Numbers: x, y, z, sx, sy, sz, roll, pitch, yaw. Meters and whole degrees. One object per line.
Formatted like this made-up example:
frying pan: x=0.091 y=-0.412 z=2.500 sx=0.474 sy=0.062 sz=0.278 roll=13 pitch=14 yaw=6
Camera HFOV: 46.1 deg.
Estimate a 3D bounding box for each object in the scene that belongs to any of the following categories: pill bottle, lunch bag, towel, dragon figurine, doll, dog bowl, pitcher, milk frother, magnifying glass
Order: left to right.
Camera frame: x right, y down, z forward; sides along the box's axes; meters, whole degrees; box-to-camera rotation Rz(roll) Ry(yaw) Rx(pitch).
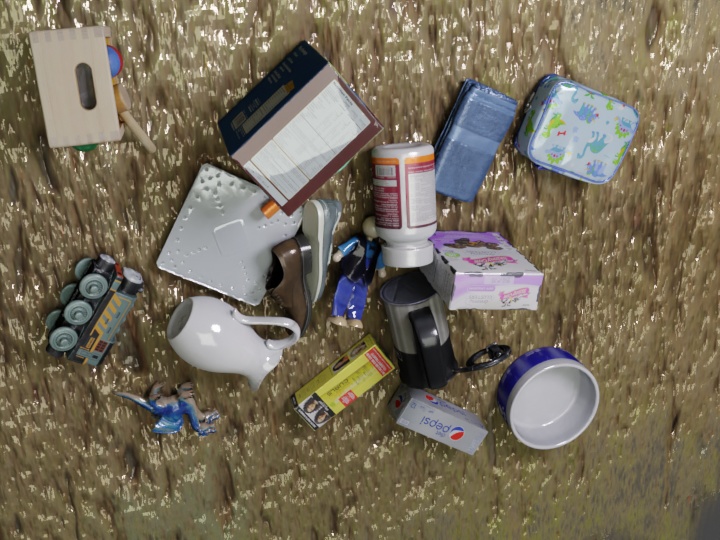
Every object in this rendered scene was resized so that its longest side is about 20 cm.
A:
dragon figurine: x=-0.354 y=0.261 z=1.549 sx=0.197 sy=0.059 sz=0.101 roll=0 pitch=113 yaw=-17
pitcher: x=-0.220 y=0.112 z=1.481 sx=0.199 sy=0.122 sz=0.171 roll=32 pitch=119 yaw=-31
magnifying glass: x=-0.087 y=-0.159 z=1.431 sx=0.199 sy=0.022 sz=0.080 roll=-39 pitch=153 yaw=-2
doll: x=0.000 y=0.000 z=1.525 sx=0.135 sy=0.048 sz=0.203 roll=11 pitch=95 yaw=-43
pill bottle: x=0.077 y=-0.114 z=1.459 sx=0.108 sy=0.110 sz=0.203 roll=-6 pitch=104 yaw=-12
milk frother: x=0.160 y=0.106 z=1.566 sx=0.198 sy=0.180 sz=0.190 roll=-24 pitch=119 yaw=-18
towel: x=0.192 y=-0.226 z=1.494 sx=0.110 sy=0.049 sz=0.202 roll=18 pitch=106 yaw=-22
dog bowl: x=0.385 y=0.262 z=1.742 sx=0.197 sy=0.079 sz=0.203 roll=-6 pitch=114 yaw=-13
lunch bag: x=0.384 y=-0.249 z=1.517 sx=0.197 sy=0.083 sz=0.163 roll=14 pitch=108 yaw=-20

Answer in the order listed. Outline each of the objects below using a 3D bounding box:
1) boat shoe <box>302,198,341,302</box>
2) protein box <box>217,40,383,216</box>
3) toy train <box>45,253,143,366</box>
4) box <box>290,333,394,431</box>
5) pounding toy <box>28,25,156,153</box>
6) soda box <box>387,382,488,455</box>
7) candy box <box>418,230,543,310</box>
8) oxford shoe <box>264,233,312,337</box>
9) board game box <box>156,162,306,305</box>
boat shoe: x=-0.067 y=-0.034 z=1.493 sx=0.061 sy=0.073 sz=0.202 roll=-16 pitch=126 yaw=-33
protein box: x=-0.100 y=-0.228 z=1.327 sx=0.200 sy=0.199 sz=0.135 roll=-42 pitch=118 yaw=5
toy train: x=-0.451 y=0.069 z=1.431 sx=0.113 sy=0.085 sz=0.201 roll=26 pitch=103 yaw=-36
box: x=-0.034 y=0.215 z=1.622 sx=0.199 sy=0.050 sz=0.075 roll=-38 pitch=116 yaw=3
pounding toy: x=-0.391 y=-0.257 z=1.259 sx=0.140 sy=0.184 sz=0.203 roll=-8 pitch=107 yaw=-11
soda box: x=0.155 y=0.298 z=1.700 sx=0.198 sy=0.068 sz=0.064 roll=26 pitch=103 yaw=-24
candy box: x=0.207 y=-0.003 z=1.509 sx=0.165 sy=0.200 sz=0.073 roll=1 pitch=113 yaw=-16
oxford shoe: x=-0.133 y=0.035 z=1.492 sx=0.084 sy=0.073 sz=0.203 roll=-18 pitch=123 yaw=-27
board game box: x=-0.223 y=-0.061 z=1.463 sx=0.198 sy=0.026 sz=0.202 roll=23 pitch=106 yaw=-23
